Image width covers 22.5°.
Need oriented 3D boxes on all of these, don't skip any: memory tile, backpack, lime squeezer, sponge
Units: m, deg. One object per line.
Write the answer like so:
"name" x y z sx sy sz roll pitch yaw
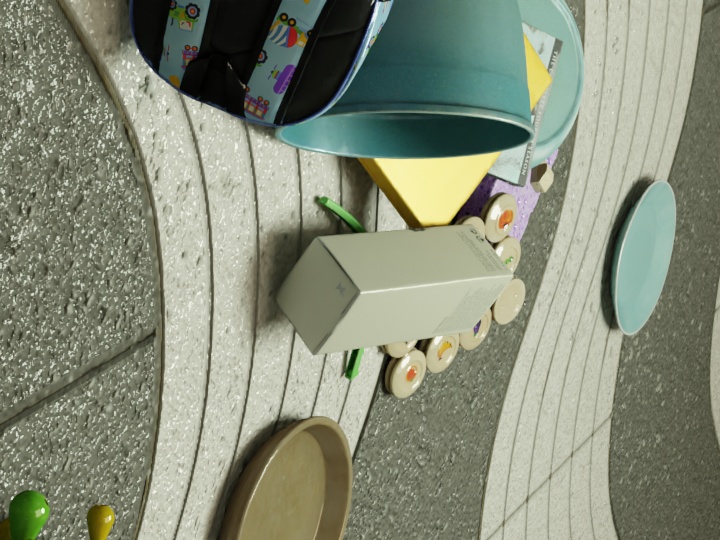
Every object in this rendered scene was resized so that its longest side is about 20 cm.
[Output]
"memory tile" 0.090 0.024 1.745 0.200 0.017 0.153 -35 135 -35
"backpack" -0.055 -0.207 1.226 0.135 0.183 0.200 -51 163 -70
"lime squeezer" 0.000 0.000 1.600 0.071 0.038 0.200 -24 131 -20
"sponge" 0.141 -0.065 1.836 0.200 0.030 0.112 -67 152 -18

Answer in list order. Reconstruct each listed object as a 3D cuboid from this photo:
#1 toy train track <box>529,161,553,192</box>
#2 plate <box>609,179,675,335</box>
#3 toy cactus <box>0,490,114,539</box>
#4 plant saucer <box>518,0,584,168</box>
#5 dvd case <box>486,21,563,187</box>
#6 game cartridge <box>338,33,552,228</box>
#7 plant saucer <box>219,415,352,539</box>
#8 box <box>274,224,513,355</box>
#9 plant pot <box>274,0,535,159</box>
"toy train track" 0.199 -0.173 1.840 0.115 0.033 0.200 51 43 -56
"plate" 0.349 -0.018 2.276 0.200 0.026 0.200 -36 133 -52
"toy cactus" -0.222 0.250 1.225 0.165 0.102 0.200 -37 144 -38
"plant saucer" 0.151 -0.193 1.715 0.200 0.027 0.200 -2 92 -43
"dvd case" 0.095 -0.169 1.626 0.200 0.022 0.146 19 86 -43
"game cartridge" 0.069 -0.154 1.571 0.200 0.032 0.176 -53 130 -19
"plant saucer" -0.066 0.220 1.571 0.200 0.029 0.200 -37 134 -51
"box" 0.031 0.014 1.532 0.200 0.068 0.082 -4 139 -47
"plant pot" 0.034 -0.195 1.403 0.200 0.200 0.188 13 76 -64
